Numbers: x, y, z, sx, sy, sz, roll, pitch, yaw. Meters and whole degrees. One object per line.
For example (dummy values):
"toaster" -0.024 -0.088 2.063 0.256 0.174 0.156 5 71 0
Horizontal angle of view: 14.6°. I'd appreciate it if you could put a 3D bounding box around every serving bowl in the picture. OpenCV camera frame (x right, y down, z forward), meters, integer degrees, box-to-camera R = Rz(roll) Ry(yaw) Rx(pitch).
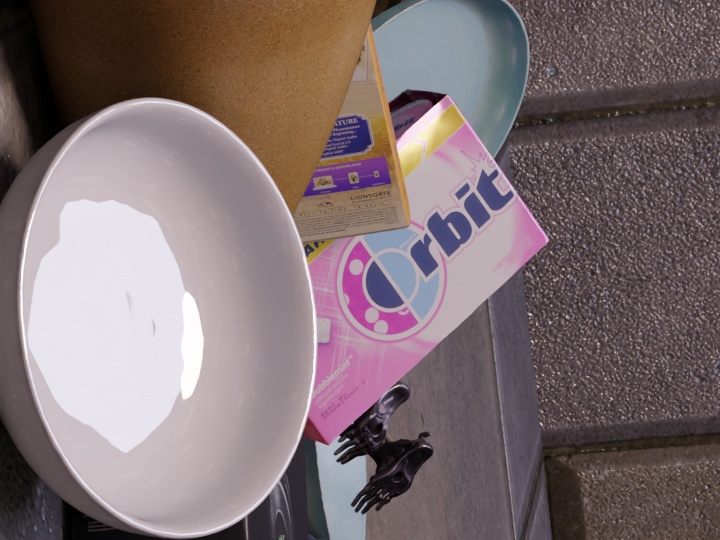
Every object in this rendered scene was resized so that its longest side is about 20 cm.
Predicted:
"serving bowl" -0.107 0.024 1.293 0.199 0.065 0.202 11 76 -49

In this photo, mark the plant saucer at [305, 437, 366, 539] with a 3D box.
"plant saucer" -0.031 0.115 1.949 0.201 0.038 0.203 -6 90 -82

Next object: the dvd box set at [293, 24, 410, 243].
"dvd box set" -0.059 -0.097 1.546 0.030 0.145 0.201 -92 170 -50

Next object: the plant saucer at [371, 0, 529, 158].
"plant saucer" 0.023 -0.096 1.765 0.027 0.200 0.201 42 -17 32

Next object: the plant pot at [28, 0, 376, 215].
"plant pot" -0.082 -0.103 1.399 0.187 0.185 0.201 -83 179 -53

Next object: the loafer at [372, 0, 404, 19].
"loafer" -0.003 -0.146 1.769 0.076 0.068 0.202 -24 124 -51

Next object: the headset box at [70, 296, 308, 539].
"headset box" -0.084 0.112 1.437 0.174 0.092 0.202 63 23 -69

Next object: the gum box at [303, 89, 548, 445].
"gum box" 0.000 0.000 1.671 0.114 0.200 0.066 53 -16 -20

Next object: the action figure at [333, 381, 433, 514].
"action figure" -0.034 0.056 1.789 0.200 0.102 0.119 58 -3 42

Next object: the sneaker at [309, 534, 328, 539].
"sneaker" -0.025 0.203 1.784 0.200 0.084 0.076 -11 95 -81
